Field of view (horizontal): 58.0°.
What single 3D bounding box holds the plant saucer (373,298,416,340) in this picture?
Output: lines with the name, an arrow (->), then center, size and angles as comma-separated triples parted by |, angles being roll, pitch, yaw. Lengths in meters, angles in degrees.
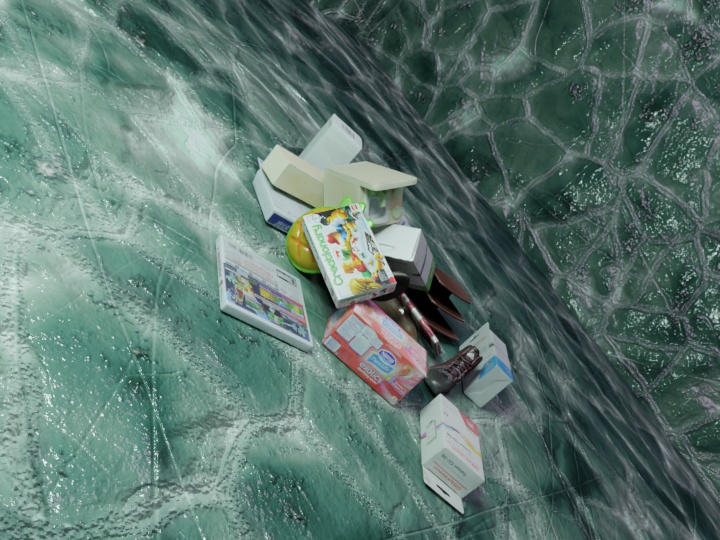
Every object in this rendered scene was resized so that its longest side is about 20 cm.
plant saucer -> 0.051, 0.100, 1.498 | 0.199, 0.034, 0.202 | 40, 22, -19

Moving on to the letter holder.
letter holder -> 0.217, 0.088, 1.694 | 0.199, 0.100, 0.144 | 29, 23, -52

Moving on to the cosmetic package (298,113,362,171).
cosmetic package -> -0.094, -0.277, 1.635 | 0.101, 0.200, 0.075 | 37, 23, -21

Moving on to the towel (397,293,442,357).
towel -> 0.135, 0.110, 1.569 | 0.202, 0.022, 0.144 | 55, -3, 20

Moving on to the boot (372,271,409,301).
boot -> 0.000, 0.000, 1.445 | 0.195, 0.075, 0.151 | -8, 41, -29

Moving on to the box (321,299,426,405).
box -> 0.031, 0.151, 1.285 | 0.199, 0.103, 0.095 | 41, 22, -12

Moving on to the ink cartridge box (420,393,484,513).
ink cartridge box -> 0.178, 0.353, 1.264 | 0.116, 0.067, 0.201 | 41, 23, -16

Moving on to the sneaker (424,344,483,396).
sneaker -> 0.222, 0.219, 1.506 | 0.076, 0.115, 0.199 | 50, 22, 11

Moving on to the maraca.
maraca -> -0.066, -0.075, 1.370 | 0.140, 0.196, 0.107 | 63, 2, 15

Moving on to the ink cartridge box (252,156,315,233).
ink cartridge box -> -0.160, -0.149, 1.512 | 0.197, 0.041, 0.203 | 29, 28, -41

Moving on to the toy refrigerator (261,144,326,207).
toy refrigerator -> -0.134, -0.207, 1.517 | 0.198, 0.070, 0.077 | 25, 24, -50

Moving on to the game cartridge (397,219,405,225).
game cartridge -> 0.007, -0.134, 1.687 | 0.198, 0.135, 0.040 | 37, -15, -5

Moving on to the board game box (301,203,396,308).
board game box -> -0.025, -0.033, 1.270 | 0.123, 0.035, 0.203 | -15, 61, -20

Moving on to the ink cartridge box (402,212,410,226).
ink cartridge box -> 0.073, -0.122, 1.838 | 0.143, 0.088, 0.203 | 22, 32, -45

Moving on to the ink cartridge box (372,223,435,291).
ink cartridge box -> 0.090, -0.034, 1.554 | 0.142, 0.086, 0.200 | 12, -18, 21

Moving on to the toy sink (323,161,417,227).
toy sink -> 0.021, -0.166, 1.469 | 0.128, 0.115, 0.198 | -14, 26, -35

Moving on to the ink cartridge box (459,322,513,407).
ink cartridge box -> 0.316, 0.236, 1.654 | 0.066, 0.116, 0.201 | 39, 23, -14

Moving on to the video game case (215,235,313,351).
video game case -> -0.177, 0.042, 1.188 | 0.198, 0.023, 0.185 | 33, 26, -36
